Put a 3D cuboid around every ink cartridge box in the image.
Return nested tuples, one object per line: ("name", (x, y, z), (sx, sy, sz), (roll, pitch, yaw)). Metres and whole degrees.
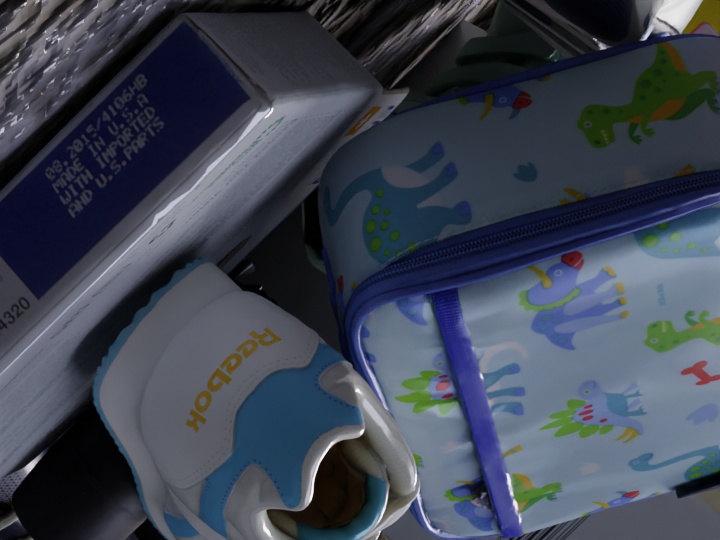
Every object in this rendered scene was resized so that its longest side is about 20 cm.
("ink cartridge box", (-0.083, 0.001, 0.719), (0.196, 0.043, 0.200), (-44, 177, 12))

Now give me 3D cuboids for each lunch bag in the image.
("lunch bag", (0.070, 0.015, 0.813), (0.160, 0.083, 0.200), (-14, 148, 1))

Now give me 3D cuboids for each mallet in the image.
("mallet", (-0.040, 0.091, 0.879), (0.066, 0.041, 0.200), (-49, 140, 15))

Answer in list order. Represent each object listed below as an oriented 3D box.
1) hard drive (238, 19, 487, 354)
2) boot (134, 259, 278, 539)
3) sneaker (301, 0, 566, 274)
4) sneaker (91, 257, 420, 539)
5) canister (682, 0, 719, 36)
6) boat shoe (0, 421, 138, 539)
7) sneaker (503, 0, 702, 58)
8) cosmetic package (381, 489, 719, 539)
("hard drive", (0.000, 0.000, 1.058), (0.027, 0.132, 0.200), (22, 129, -35))
("boot", (-0.061, 0.099, 0.991), (0.073, 0.199, 0.162), (-16, 175, -27))
("sneaker", (0.041, -0.070, 0.922), (0.074, 0.118, 0.201), (-10, -122, 48))
("sneaker", (-0.023, 0.070, 0.771), (0.077, 0.081, 0.200), (-50, 158, -8))
("canister", (0.171, -0.089, 1.017), (0.086, 0.200, 0.149), (-38, 176, -37))
("boat shoe", (-0.122, 0.083, 0.906), (0.075, 0.093, 0.200), (-39, 175, -9))
("sneaker", (0.098, -0.133, 0.816), (0.115, 0.080, 0.199), (-54, 169, 0))
("cosmetic package", (0.092, 0.062, 1.161), (0.123, 0.199, 0.200), (-47, -171, 25))
